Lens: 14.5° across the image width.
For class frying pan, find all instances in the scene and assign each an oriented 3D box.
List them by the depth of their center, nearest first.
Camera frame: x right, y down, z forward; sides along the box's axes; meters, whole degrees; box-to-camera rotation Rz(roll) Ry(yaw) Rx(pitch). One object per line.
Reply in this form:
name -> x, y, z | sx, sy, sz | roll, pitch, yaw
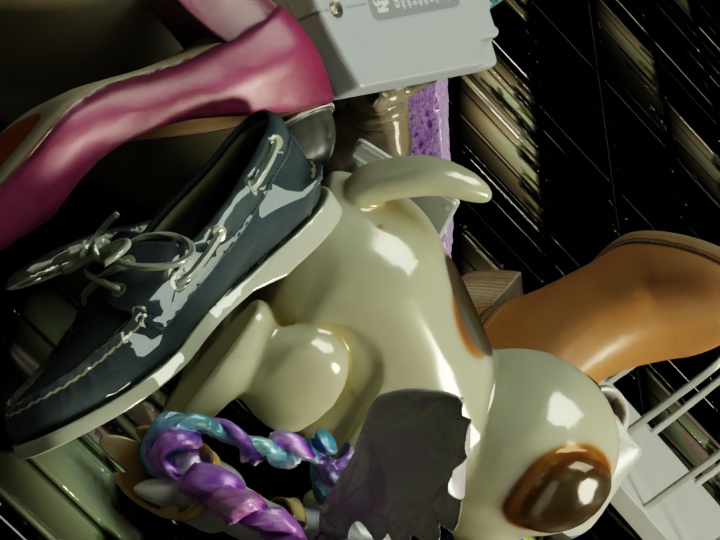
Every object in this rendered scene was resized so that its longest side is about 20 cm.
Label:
frying pan -> -0.072, -0.033, 1.309 | 0.031, 0.115, 0.190 | 55, 29, 4

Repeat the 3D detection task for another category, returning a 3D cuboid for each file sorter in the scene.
file sorter -> 0.249, 0.132, 1.807 | 0.200, 0.124, 0.139 | 48, 17, -9

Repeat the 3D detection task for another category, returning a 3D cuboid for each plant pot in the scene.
plant pot -> -0.129, -0.131, 1.354 | 0.200, 0.187, 0.187 | 54, 13, -36

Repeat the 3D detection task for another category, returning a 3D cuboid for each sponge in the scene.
sponge -> 0.035, -0.092, 1.599 | 0.112, 0.030, 0.200 | -83, 171, -65

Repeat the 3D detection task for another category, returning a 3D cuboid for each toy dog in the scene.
toy dog -> 0.030, 0.052, 1.334 | 0.200, 0.194, 0.140 | 37, 12, -15

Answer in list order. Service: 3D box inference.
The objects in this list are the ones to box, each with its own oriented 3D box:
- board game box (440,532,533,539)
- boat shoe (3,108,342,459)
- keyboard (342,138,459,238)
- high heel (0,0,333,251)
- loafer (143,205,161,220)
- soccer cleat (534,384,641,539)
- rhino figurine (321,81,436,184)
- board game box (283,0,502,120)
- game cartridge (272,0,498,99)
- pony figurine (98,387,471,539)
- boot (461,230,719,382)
board game box -> 0.110, 0.227, 1.408 | 0.134, 0.045, 0.200 | 38, 22, -36
boat shoe -> -0.085, 0.004, 1.198 | 0.200, 0.075, 0.062 | -42, 111, -31
keyboard -> 0.000, 0.000, 1.398 | 0.056, 0.200, 0.011 | 27, 59, 1
high heel -> -0.097, -0.049, 1.246 | 0.096, 0.200, 0.067 | 49, -16, -18
loafer -> -0.037, -0.019, 1.482 | 0.200, 0.076, 0.067 | 32, 32, -47
soccer cleat -> 0.108, 0.093, 1.546 | 0.070, 0.086, 0.200 | 46, 3, -14
rhino figurine -> -0.004, -0.068, 1.530 | 0.060, 0.200, 0.087 | -16, 54, -27
board game box -> -0.006, -0.172, 1.653 | 0.135, 0.200, 0.028 | 42, 29, -27
game cartridge -> -0.007, -0.186, 1.399 | 0.133, 0.040, 0.200 | -14, 87, -49
pony figurine -> -0.002, 0.133, 1.198 | 0.200, 0.167, 0.193 | 35, -8, -34
boot -> 0.097, 0.055, 1.447 | 0.155, 0.200, 0.074 | -51, 123, -47
